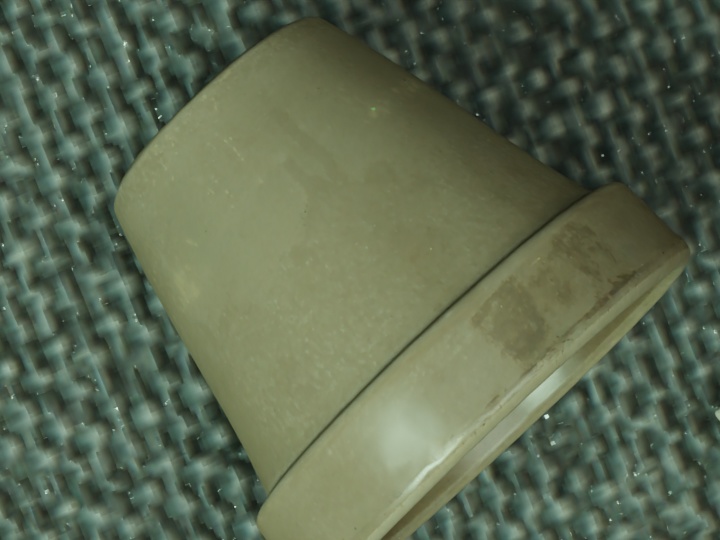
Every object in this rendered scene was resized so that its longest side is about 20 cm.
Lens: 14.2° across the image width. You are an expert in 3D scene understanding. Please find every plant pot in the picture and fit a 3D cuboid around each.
[{"bbox_3d":[0.000,0.000,1.125,0.200,0.200,0.175,-42,84,-9],"label":"plant pot"}]

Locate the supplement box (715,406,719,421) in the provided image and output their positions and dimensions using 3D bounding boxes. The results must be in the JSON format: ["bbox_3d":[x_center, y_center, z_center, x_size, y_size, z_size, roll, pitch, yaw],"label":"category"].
[{"bbox_3d":[0.242,0.084,1.168,0.074,0.200,0.126,-42,100,-12],"label":"supplement box"}]
